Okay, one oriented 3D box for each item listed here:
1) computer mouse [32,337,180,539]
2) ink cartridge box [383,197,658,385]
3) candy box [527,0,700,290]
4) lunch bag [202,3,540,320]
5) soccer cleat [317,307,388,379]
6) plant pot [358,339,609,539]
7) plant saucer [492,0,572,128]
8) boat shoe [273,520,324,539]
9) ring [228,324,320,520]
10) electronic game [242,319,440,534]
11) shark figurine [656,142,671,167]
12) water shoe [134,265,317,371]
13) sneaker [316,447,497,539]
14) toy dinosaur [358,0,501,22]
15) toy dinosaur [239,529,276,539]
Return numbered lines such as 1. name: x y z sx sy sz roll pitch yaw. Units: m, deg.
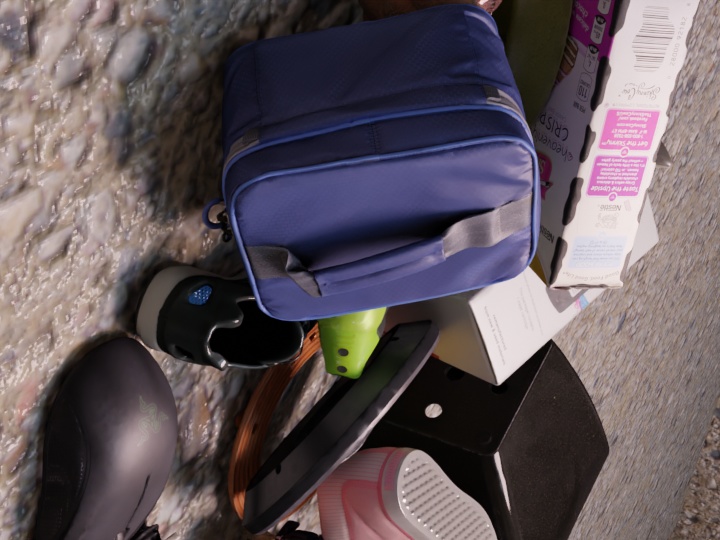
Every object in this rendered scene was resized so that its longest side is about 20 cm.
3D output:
1. computer mouse: -0.150 0.138 0.690 0.138 0.052 0.202 -25 133 -52
2. ink cartridge box: 0.117 -0.018 0.890 0.199 0.145 0.084 -38 123 -24
3. candy box: 0.142 -0.107 0.738 0.060 0.137 0.203 -1 117 -19
4. lunch bag: 0.004 -0.054 0.652 0.137 0.197 0.133 77 1 -49
5. soccer cleat: 0.000 0.000 0.792 0.201 0.067 0.082 -70 167 -61
6. plant pot: 0.095 0.150 1.001 0.201 0.197 0.179 -54 145 -33
7. plant saucer: 0.087 -0.186 0.763 0.031 0.201 0.202 0 120 -17
8. boat shoe: -0.070 0.295 0.872 0.093 0.074 0.202 -45 158 -78
9. ring: -0.046 0.115 0.906 0.200 0.019 0.202 -44 147 -37
10. electronic game: -0.014 0.112 0.806 0.200 0.042 0.200 -47 -179 1
11. shark figurine: 0.171 -0.168 0.953 0.090 0.212 0.128 -62 -171 13
12. water shoe: -0.066 0.040 0.736 0.199 0.078 0.072 -2 114 -62
13. sneaker: 0.036 0.207 0.885 0.201 0.104 0.076 55 44 -37
14. toy dinosaur: 0.045 -0.168 0.695 0.085 0.199 0.137 -16 89 -26
15. toy dinosaur: -0.063 0.288 0.974 0.102 0.058 0.200 -59 153 -17
